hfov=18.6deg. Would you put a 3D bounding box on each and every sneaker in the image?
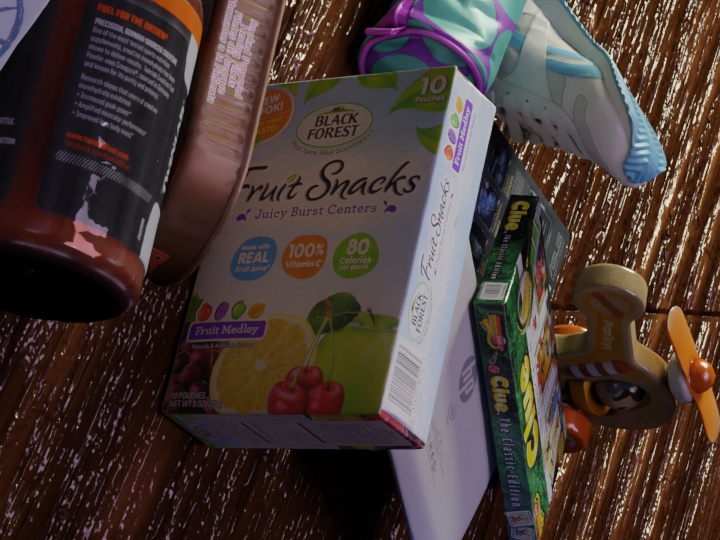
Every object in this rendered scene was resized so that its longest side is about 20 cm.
[{"bbox_3d":[0.126,-0.105,1.375,0.077,0.081,0.200,54,3,-39],"label":"sneaker"}]

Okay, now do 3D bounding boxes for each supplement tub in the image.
[{"bbox_3d":[-0.133,-0.084,1.021,0.107,0.107,0.200,38,58,-51],"label":"supplement tub"}]

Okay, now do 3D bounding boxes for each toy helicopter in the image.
[{"bbox_3d":[0.175,0.056,1.444,0.200,0.132,0.079,78,25,-59],"label":"toy helicopter"}]

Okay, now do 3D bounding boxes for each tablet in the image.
[{"bbox_3d":[0.049,0.077,1.265,0.200,0.014,0.130,77,33,-44],"label":"tablet"}]

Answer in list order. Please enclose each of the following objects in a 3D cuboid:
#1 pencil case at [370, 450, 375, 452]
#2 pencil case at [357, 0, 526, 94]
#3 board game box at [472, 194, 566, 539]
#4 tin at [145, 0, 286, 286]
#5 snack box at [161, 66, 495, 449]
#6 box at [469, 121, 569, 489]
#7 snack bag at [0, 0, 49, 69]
[{"bbox_3d":[0.000,0.000,1.250,0.085,0.084,0.200,20,69,-20],"label":"pencil case"},{"bbox_3d":[0.066,-0.189,1.368,0.092,0.085,0.200,55,45,-41],"label":"pencil case"},{"bbox_3d":[0.100,0.064,1.346,0.105,0.023,0.200,-66,153,-46],"label":"board game box"},{"bbox_3d":[-0.085,-0.091,1.096,0.042,0.112,0.200,23,66,-29],"label":"tin"},{"bbox_3d":[-0.016,-0.006,1.171,0.053,0.142,0.200,41,55,-49],"label":"snack box"},{"bbox_3d":[0.059,0.014,1.379,0.158,0.051,0.200,51,47,-46],"label":"box"},{"bbox_3d":[-0.227,-0.086,0.891,0.200,0.021,0.189,-58,143,-5],"label":"snack bag"}]
